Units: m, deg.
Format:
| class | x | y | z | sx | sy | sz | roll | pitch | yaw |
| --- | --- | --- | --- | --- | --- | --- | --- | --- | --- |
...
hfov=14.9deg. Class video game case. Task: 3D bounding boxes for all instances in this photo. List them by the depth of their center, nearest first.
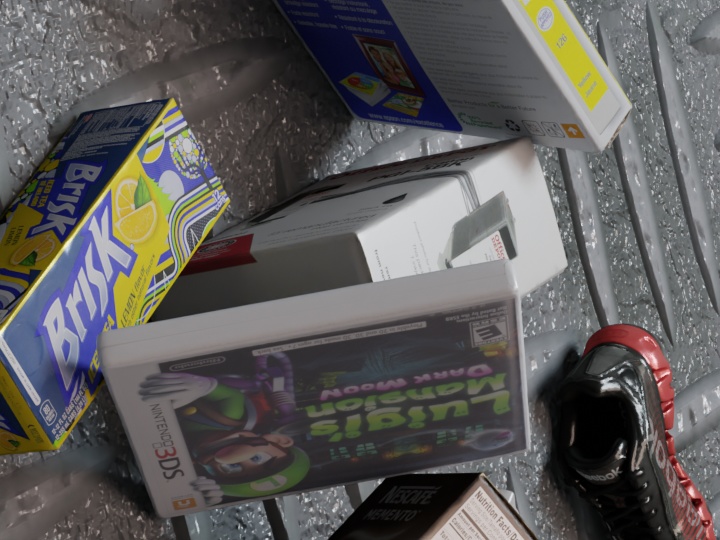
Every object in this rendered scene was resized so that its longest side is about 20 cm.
| class | x | y | z | sx | sy | sz | roll | pitch | yaw |
| --- | --- | --- | --- | --- | --- | --- | --- | --- | --- |
| video game case | -0.017 | 0.062 | 1.348 | 0.182 | 0.199 | 0.023 | 80 | 0 | -62 |

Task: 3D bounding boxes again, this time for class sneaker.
| class | x | y | z | sx | sy | sz | roll | pitch | yaw |
| --- | --- | --- | --- | --- | --- | --- | --- | --- | --- |
| sneaker | 0.176 | 0.141 | 1.790 | 0.098 | 0.071 | 0.202 | -28 | 104 | -55 |

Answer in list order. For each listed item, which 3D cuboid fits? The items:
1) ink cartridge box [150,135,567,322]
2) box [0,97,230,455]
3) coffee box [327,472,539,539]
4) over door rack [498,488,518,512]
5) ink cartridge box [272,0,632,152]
| class | x | y | z | sx | sy | sz | roll | pitch | yaw |
| --- | --- | --- | --- | --- | --- | --- | --- | --- | --- |
| ink cartridge box | 0.000 | 0.000 | 1.485 | 0.200 | 0.146 | 0.083 | -31 | 107 | -55 |
| box | -0.142 | 0.002 | 1.344 | 0.070 | 0.064 | 0.200 | 62 | 39 | -27 |
| coffee box | -0.004 | 0.198 | 1.387 | 0.200 | 0.114 | 0.080 | -45 | 105 | -21 |
| over door rack | 0.109 | 0.249 | 1.668 | 0.200 | 0.066 | 0.148 | 56 | 40 | -33 |
| ink cartridge box | 0.026 | -0.153 | 1.511 | 0.047 | 0.197 | 0.200 | -52 | 129 | -23 |
